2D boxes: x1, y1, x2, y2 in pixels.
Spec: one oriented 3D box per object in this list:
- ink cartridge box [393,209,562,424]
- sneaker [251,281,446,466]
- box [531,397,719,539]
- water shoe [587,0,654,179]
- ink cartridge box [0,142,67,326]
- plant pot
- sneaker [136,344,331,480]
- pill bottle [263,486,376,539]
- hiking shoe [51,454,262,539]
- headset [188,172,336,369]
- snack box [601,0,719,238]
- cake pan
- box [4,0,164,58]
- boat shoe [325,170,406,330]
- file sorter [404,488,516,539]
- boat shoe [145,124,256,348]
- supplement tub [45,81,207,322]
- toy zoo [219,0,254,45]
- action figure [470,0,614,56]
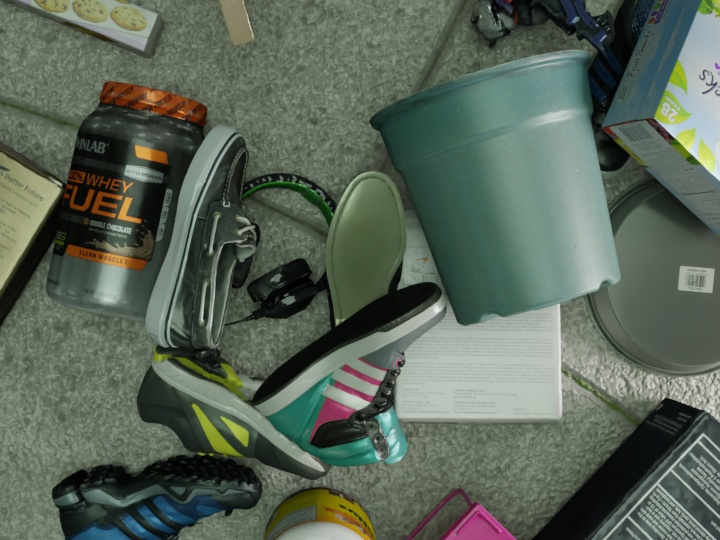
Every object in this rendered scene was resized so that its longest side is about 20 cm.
[{"bbox_3d":[0.110,0.046,1.019,0.160,0.050,0.201,1,78,-2],"label":"ink cartridge box"},{"bbox_3d":[0.016,0.106,0.933,0.199,0.084,0.121,-33,106,19],"label":"sneaker"},{"bbox_3d":[0.301,0.260,0.983,0.200,0.123,0.198,44,88,-1],"label":"box"},{"bbox_3d":[0.250,-0.186,0.995,0.071,0.079,0.201,16,90,-2],"label":"water shoe"},{"bbox_3d":[-0.389,-0.057,0.977,0.199,0.075,0.165,32,88,-1],"label":"ink cartridge box"},{"bbox_3d":[0.130,-0.065,0.927,0.199,0.200,0.197,-16,89,-2],"label":"plant pot"},{"bbox_3d":[-0.119,0.143,1.001,0.199,0.075,0.085,34,113,-6],"label":"sneaker"},{"bbox_3d":[-0.036,0.263,0.932,0.108,0.200,0.110,0,91,-2],"label":"pill bottle"},{"bbox_3d":[-0.186,0.226,0.998,0.199,0.074,0.087,-5,99,8],"label":"hiking shoe"},{"bbox_3d":[-0.093,0.000,0.976,0.123,0.094,0.200,37,77,-8],"label":"headset"},{"bbox_3d":[0.324,-0.142,0.943,0.200,0.068,0.169,35,71,-26],"label":"snack box"},{"bbox_3d":[0.316,0.005,1.022,0.199,0.037,0.202,0,91,-2],"label":"cake pan"},{"bbox_3d":[-0.284,-0.255,0.995,0.199,0.039,0.042,23,89,-2],"label":"box"},{"bbox_3d":[0.002,0.000,0.976,0.074,0.066,0.201,-7,111,-7],"label":"boat shoe"},{"bbox_3d":[0.121,0.319,0.977,0.200,0.125,0.139,44,88,-3],"label":"file sorter"},{"bbox_3d":[-0.122,-0.026,0.916,0.070,0.072,0.201,12,79,13],"label":"boat shoe"},{"bbox_3d":[-0.205,-0.061,0.960,0.122,0.123,0.201,12,90,-2],"label":"supplement tub"},{"bbox_3d":[-0.127,-0.286,0.929,0.020,0.200,0.132,-16,118,-2],"label":"toy zoo"},{"bbox_3d":[0.191,-0.269,0.983,0.193,0.105,0.201,-34,67,4],"label":"action figure"}]
